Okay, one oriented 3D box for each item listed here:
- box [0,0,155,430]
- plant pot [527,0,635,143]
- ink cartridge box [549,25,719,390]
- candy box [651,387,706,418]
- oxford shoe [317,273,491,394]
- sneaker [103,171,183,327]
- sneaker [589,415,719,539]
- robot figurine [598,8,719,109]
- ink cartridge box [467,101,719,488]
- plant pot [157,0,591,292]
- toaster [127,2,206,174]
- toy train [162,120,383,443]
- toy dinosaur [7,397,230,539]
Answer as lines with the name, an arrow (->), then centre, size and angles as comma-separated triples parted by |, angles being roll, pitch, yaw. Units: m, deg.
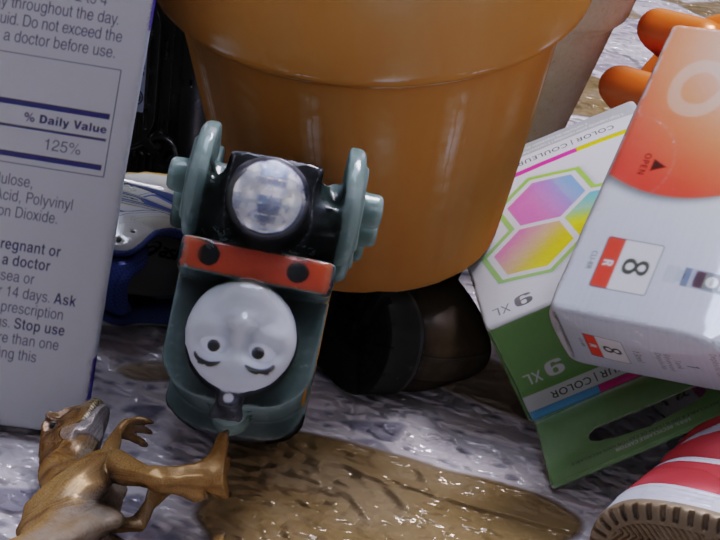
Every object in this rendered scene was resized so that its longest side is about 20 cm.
box -> -0.190, -0.052, 1.017 | 0.184, 0.200, 0.105 | 9, 18, -8
plant pot -> 0.048, -0.116, 1.365 | 0.200, 0.184, 0.200 | 14, 23, -6
ink cartridge box -> 0.198, -0.020, 1.029 | 0.200, 0.050, 0.162 | 8, 58, 31
candy box -> 0.230, 0.035, 1.224 | 0.200, 0.072, 0.168 | 3, 21, -24
oxford shoe -> 0.000, 0.000, 1.201 | 0.084, 0.073, 0.200 | 4, 32, -32
sneaker -> -0.138, -0.017, 1.137 | 0.200, 0.075, 0.088 | 7, 21, -26
sneaker -> 0.203, 0.110, 0.976 | 0.200, 0.071, 0.112 | 17, 28, 20
robot figurine -> 0.221, -0.064, 1.349 | 0.200, 0.117, 0.144 | 39, 44, -31
ink cartridge box -> 0.108, 0.005, 1.135 | 0.104, 0.059, 0.200 | -23, 30, 7
plant pot -> 0.005, -0.098, 1.102 | 0.200, 0.183, 0.200 | 1, 34, 0
toaster -> -0.142, -0.115, 1.281 | 0.181, 0.200, 0.119 | 9, 14, 16
toy train -> -0.041, 0.010, 0.982 | 0.085, 0.114, 0.200 | 10, -7, -2
toy dinosaur -> -0.103, 0.093, 0.898 | 0.106, 0.060, 0.200 | 0, 8, 4
